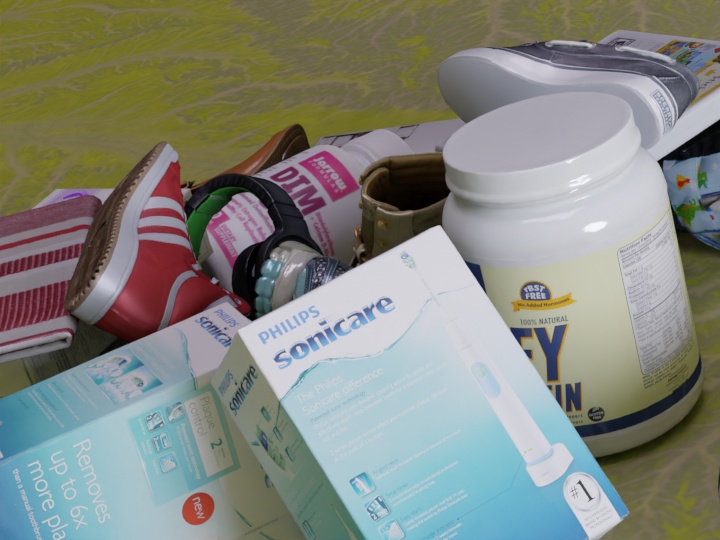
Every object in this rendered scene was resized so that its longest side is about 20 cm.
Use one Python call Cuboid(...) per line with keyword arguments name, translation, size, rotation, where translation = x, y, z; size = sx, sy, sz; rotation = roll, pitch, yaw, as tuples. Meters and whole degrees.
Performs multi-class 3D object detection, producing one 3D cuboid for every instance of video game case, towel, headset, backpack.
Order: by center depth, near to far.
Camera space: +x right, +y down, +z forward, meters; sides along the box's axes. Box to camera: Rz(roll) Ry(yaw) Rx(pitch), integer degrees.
Cuboid(name="towel", translation=(-0.250, 0.016, 1.391), size=(0.143, 0.023, 0.200), rotation=(-15, 28, 6))
Cuboid(name="headset", translation=(-0.064, 0.029, 1.410), size=(0.094, 0.201, 0.123), rotation=(10, -41, -45))
Cuboid(name="backpack", translation=(0.319, -0.081, 1.476), size=(0.199, 0.155, 0.163), rotation=(-22, 8, 40))
Cuboid(name="video game case", translation=(0.181, -0.117, 1.492), size=(0.199, 0.023, 0.181), rotation=(-32, 26, -26))

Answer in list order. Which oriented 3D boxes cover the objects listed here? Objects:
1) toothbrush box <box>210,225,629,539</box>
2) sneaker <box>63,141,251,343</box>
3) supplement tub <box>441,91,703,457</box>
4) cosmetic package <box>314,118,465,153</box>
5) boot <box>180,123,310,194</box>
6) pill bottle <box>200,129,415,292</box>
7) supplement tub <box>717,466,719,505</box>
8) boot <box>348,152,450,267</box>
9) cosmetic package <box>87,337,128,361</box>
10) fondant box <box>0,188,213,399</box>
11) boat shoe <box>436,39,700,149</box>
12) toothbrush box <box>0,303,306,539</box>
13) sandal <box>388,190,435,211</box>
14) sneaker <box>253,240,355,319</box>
Cuboid(name="toothbrush box", translation=(0.031, 0.099, 1.156), size=(0.146, 0.201, 0.085), rotation=(-28, -13, -25))
Cuboid(name="sneaker", translation=(-0.126, -0.003, 1.380), size=(0.071, 0.112, 0.201), rotation=(-46, 17, 29))
Cuboid(name="supplement tub", translation=(0.133, 0.002, 1.307), size=(0.144, 0.201, 0.145), rotation=(-13, 23, 6))
Cuboid(name="cosmetic package", translation=(0.050, -0.092, 1.754), size=(0.198, 0.051, 0.083), rotation=(-7, 26, 20))
Cuboid(name="boot", translation=(-0.129, -0.063, 1.779), size=(0.154, 0.074, 0.200), rotation=(-10, 21, 23))
Cuboid(name="pill bottle", translation=(-0.047, -0.029, 1.596), size=(0.199, 0.114, 0.113), rotation=(-27, 26, -25))
Cuboid(name="supplement tub", translation=(0.290, 0.085, 1.126), size=(0.122, 0.123, 0.200), rotation=(5, 31, 38))
Cuboid(name="boot", translation=(0.000, 0.000, 1.445), size=(0.198, 0.156, 0.073), rotation=(-16, 50, -7))
Cuboid(name="cosmetic package", translation=(-0.185, 0.062, 1.512), size=(0.103, 0.088, 0.200), rotation=(-21, 25, -4))
Cuboid(name="fondant box", translation=(-0.222, 0.014, 1.463), size=(0.143, 0.059, 0.200), rotation=(2, 32, 38))
Cuboid(name="boat shoe", translation=(0.145, -0.131, 1.432), size=(0.199, 0.072, 0.068), rotation=(8, 38, 43))
Cuboid(name="toothbrush box", translation=(-0.134, 0.131, 1.240), size=(0.199, 0.147, 0.085), rotation=(-23, 25, -19))
Cuboid(name="sandal", translation=(0.082, -0.043, 1.529), size=(0.199, 0.075, 0.045), rotation=(2, 50, -34))
Cuboid(name="sneaker", translation=(0.010, 0.057, 1.312), size=(0.086, 0.200, 0.078), rotation=(15, 73, 36))
